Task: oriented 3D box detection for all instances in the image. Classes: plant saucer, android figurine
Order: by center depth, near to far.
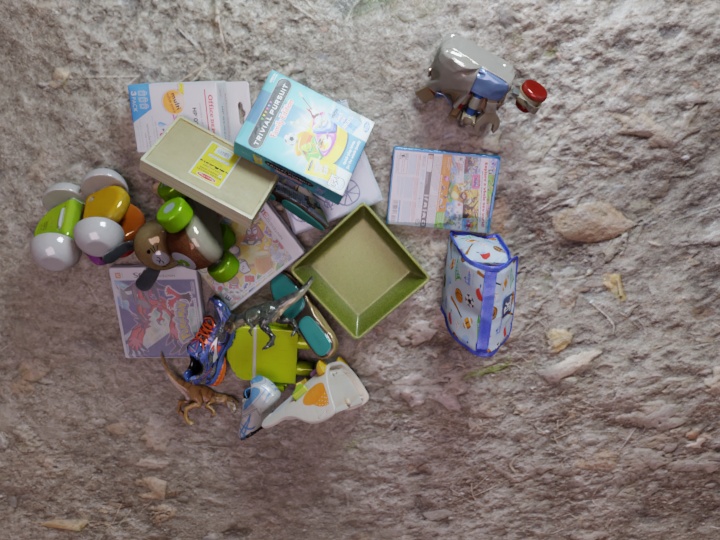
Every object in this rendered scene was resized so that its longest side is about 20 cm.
[{"bbox_3d":[0.000,0.000,1.078,0.199,0.048,0.200,-40,103,14],"label":"plant saucer"},{"bbox_3d":[-0.190,0.168,1.148,0.196,0.041,0.185,4,110,0],"label":"android figurine"}]

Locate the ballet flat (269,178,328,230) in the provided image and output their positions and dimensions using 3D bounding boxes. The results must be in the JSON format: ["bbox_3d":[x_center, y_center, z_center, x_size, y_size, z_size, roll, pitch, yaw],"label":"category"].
[{"bbox_3d":[-0.134,-0.147,1.002,0.198,0.074,0.075,29,108,-10],"label":"ballet flat"}]

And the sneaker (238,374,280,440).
[{"bbox_3d":[-0.221,0.290,1.167,0.073,0.071,0.201,46,133,19],"label":"sneaker"}]

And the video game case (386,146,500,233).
[{"bbox_3d":[0.152,-0.149,1.035,0.196,0.018,0.146,5,109,1],"label":"video game case"}]

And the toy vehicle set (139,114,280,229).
[{"bbox_3d":[-0.243,-0.165,0.916,0.198,0.125,0.027,28,142,-5],"label":"toy vehicle set"}]

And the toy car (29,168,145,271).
[{"bbox_3d":[-0.496,-0.076,1.030,0.197,0.177,0.151,-17,145,8],"label":"toy car"}]

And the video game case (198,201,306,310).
[{"bbox_3d":[-0.235,-0.050,1.073,0.199,0.023,0.183,-36,98,14],"label":"video game case"}]

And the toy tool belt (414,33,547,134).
[{"bbox_3d":[0.200,-0.299,0.943,0.198,0.126,0.123,27,140,-4],"label":"toy tool belt"}]

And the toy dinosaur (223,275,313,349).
[{"bbox_3d":[-0.164,0.093,1.049,0.197,0.047,0.089,-25,86,1],"label":"toy dinosaur"}]

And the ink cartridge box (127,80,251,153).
[{"bbox_3d":[-0.296,-0.273,0.983,0.196,0.068,0.117,-1,110,3],"label":"ink cartridge box"}]

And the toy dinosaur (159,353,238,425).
[{"bbox_3d":[-0.361,0.265,1.191,0.198,0.060,0.107,29,84,-13],"label":"toy dinosaur"}]

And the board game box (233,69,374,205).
[{"bbox_3d":[-0.094,-0.226,0.944,0.197,0.047,0.153,25,72,-7],"label":"board game box"}]

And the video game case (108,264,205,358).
[{"bbox_3d":[-0.410,0.085,1.138,0.179,0.023,0.204,-1,109,3],"label":"video game case"}]

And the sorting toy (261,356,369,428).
[{"bbox_3d":[-0.104,0.266,1.117,0.179,0.200,0.108,-32,75,13],"label":"sorting toy"}]

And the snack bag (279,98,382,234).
[{"bbox_3d":[-0.077,-0.188,1.029,0.186,0.021,0.203,-20,105,8],"label":"snack bag"}]

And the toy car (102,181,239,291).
[{"bbox_3d":[-0.341,-0.038,0.968,0.198,0.159,0.165,-29,133,7],"label":"toy car"}]

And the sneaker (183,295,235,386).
[{"bbox_3d":[-0.302,0.146,1.100,0.075,0.078,0.203,27,112,41],"label":"sneaker"}]

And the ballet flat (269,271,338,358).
[{"bbox_3d":[-0.112,0.090,1.101,0.068,0.063,0.201,-37,77,13],"label":"ballet flat"}]

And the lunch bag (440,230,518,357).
[{"bbox_3d":[0.216,0.038,1.002,0.121,0.200,0.173,2,109,2],"label":"lunch bag"}]
